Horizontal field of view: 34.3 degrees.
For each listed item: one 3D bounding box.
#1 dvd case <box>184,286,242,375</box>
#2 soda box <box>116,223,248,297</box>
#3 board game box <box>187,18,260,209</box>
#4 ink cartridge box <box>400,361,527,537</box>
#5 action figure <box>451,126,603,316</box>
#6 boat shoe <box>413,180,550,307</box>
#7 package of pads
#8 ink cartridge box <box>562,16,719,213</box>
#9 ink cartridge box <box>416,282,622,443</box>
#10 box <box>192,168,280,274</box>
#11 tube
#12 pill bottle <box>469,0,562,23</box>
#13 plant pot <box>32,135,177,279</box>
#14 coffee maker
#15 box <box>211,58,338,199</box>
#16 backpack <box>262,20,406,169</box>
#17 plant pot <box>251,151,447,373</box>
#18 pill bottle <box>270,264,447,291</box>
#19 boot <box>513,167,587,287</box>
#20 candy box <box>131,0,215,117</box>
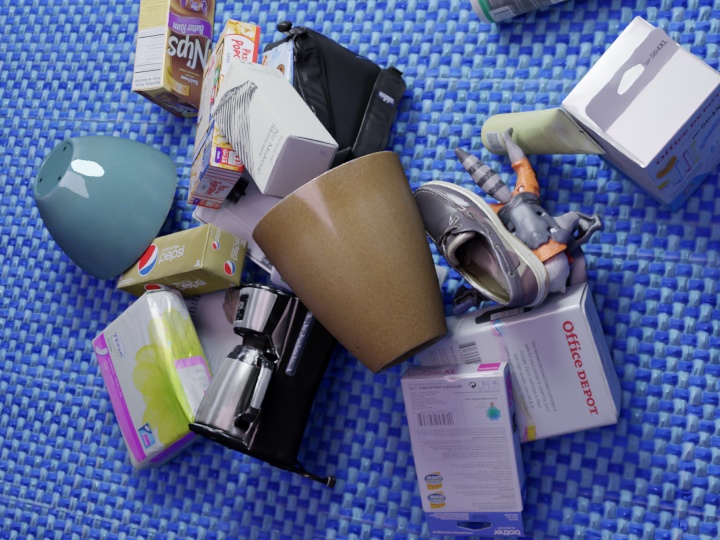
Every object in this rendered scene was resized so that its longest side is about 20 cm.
[{"bbox_3d":[-0.178,0.090,1.573,0.199,0.018,0.144,13,84,28],"label":"dvd case"},{"bbox_3d":[-0.239,-0.007,1.556,0.199,0.068,0.064,-12,61,45],"label":"soda box"},{"bbox_3d":[-0.179,-0.199,1.511,0.046,0.151,0.202,10,73,-17],"label":"board game box"},{"bbox_3d":[0.120,0.203,1.311,0.118,0.042,0.201,-4,105,19],"label":"ink cartridge box"},{"bbox_3d":[0.160,-0.042,1.320,0.200,0.105,0.194,-39,62,4],"label":"action figure"},{"bbox_3d":[0.119,-0.030,1.276,0.200,0.065,0.072,46,124,27],"label":"boat shoe"},{"bbox_3d":[-0.268,0.142,1.543,0.154,0.068,0.201,-36,69,37],"label":"package of pads"},{"bbox_3d":[0.325,-0.172,1.294,0.125,0.200,0.129,43,98,27],"label":"ink cartridge box"},{"bbox_3d":[0.182,0.114,1.327,0.199,0.083,0.147,-15,102,21],"label":"ink cartridge box"},{"bbox_3d":[-0.116,-0.066,1.557,0.200,0.060,0.117,36,94,28],"label":"box"},{"bbox_3d":[0.209,-0.161,1.367,0.200,0.058,0.052,-166,73,-69],"label":"tube"},{"bbox_3d":[0.231,-0.387,1.441,0.199,0.113,0.114,-14,72,21],"label":"pill bottle"},{"bbox_3d":[-0.368,-0.107,1.605,0.199,0.134,0.201,-28,45,33],"label":"plant pot"},{"bbox_3d":[-0.097,0.139,1.457,0.134,0.192,0.201,6,70,49],"label":"coffee maker"},{"bbox_3d":[-0.102,-0.162,1.340,0.083,0.068,0.200,-65,35,22],"label":"box"},{"bbox_3d":[-0.056,-0.190,1.490,0.154,0.199,0.192,-26,56,46],"label":"backpack"},{"bbox_3d":[0.008,0.004,1.280,0.186,0.186,0.201,-31,81,15],"label":"plant pot"},{"bbox_3d":[0.000,0.000,1.429,0.199,0.111,0.112,22,87,1],"label":"pill bottle"},{"bbox_3d":[0.226,-0.031,1.393,0.096,0.075,0.202,2,78,7],"label":"boot"},{"bbox_3d":[-0.262,-0.332,1.661,0.056,0.117,0.202,-2,78,25],"label":"candy box"}]
